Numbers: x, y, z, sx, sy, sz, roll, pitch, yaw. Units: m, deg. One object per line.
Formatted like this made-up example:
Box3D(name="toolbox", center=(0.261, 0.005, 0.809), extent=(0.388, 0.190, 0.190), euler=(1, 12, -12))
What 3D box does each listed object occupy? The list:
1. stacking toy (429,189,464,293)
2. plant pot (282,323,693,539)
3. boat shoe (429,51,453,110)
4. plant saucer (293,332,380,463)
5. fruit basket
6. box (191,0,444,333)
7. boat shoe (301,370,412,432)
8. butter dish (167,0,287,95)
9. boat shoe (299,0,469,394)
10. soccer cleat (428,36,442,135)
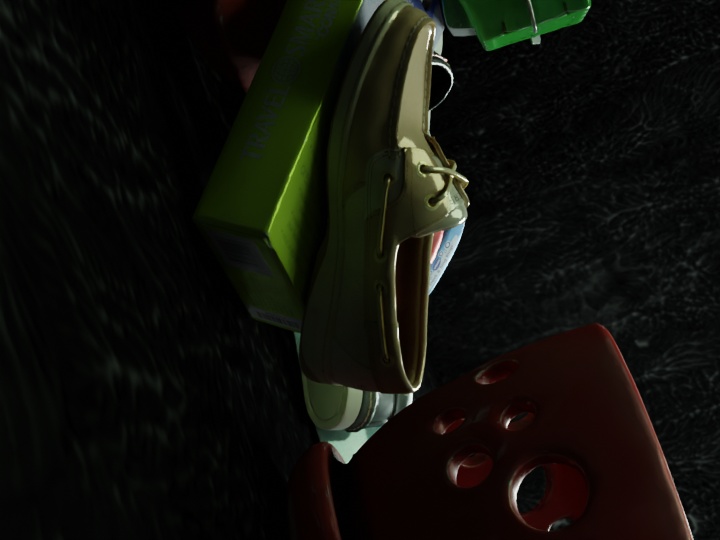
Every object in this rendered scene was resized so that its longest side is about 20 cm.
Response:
Box3D(name="stacking toy", center=(-0.020, -0.049, 1.118), extent=(0.109, 0.117, 0.200), euler=(30, 0, 31))
Box3D(name="plant pot", center=(0.066, 0.145, 0.804), extent=(0.200, 0.181, 0.203), euler=(-17, 90, -86))
Box3D(name="boat shoe", center=(-0.003, -0.129, 1.140), extent=(0.063, 0.074, 0.201), euler=(46, 32, 15))
Box3D(name="plant saucer", center=(0.002, 0.109, 1.105), extent=(0.201, 0.038, 0.203), euler=(-18, 90, -87))
Box3D(name="fruit basket", center=(0.062, -0.221, 0.906), extent=(0.185, 0.093, 0.202), euler=(-47, 114, -83))
Box3D(name="box", center=(-0.017, -0.082, 0.865), extent=(0.122, 0.047, 0.202), euler=(66, 42, -62))
Box3D(name="boat shoe", center=(0.000, 0.000, 1.023), extent=(0.073, 0.061, 0.202), euler=(-22, -115, 54))
Box3D(name="butter dish", center=(-0.053, -0.191, 0.958), extent=(0.201, 0.147, 0.200), euler=(-59, 155, -16))
Box3D(name="boat shoe", center=(0.021, -0.033, 0.832), extent=(0.074, 0.069, 0.202), euler=(-30, 132, -63))
Box3D(name="soccer cleat", center=(0.027, -0.134, 1.288), extent=(0.078, 0.068, 0.202), euler=(112, -18, -59))
